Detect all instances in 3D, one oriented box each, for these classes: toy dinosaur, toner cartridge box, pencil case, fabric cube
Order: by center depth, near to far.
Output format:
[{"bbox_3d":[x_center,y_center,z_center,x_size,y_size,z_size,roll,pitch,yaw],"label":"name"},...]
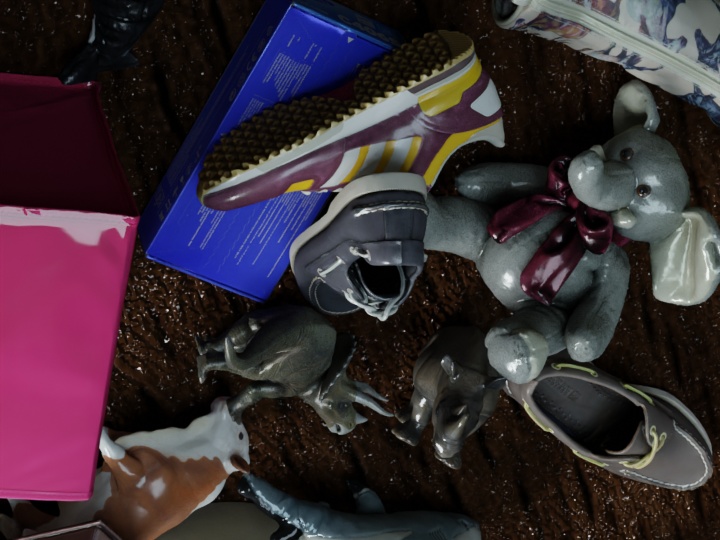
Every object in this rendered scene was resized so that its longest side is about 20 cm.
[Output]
[{"bbox_3d":[-0.255,0.003,1.611,0.200,0.196,0.200,4,117,-16],"label":"fabric cube"},{"bbox_3d":[0.176,-0.161,1.685,0.200,0.089,0.078,22,109,-24],"label":"pencil case"},{"bbox_3d":[-0.057,-0.082,1.699,0.095,0.043,0.200,22,112,-26],"label":"toner cartridge box"},{"bbox_3d":[-0.054,0.051,1.740,0.102,0.077,0.200,-20,154,5],"label":"toy dinosaur"}]

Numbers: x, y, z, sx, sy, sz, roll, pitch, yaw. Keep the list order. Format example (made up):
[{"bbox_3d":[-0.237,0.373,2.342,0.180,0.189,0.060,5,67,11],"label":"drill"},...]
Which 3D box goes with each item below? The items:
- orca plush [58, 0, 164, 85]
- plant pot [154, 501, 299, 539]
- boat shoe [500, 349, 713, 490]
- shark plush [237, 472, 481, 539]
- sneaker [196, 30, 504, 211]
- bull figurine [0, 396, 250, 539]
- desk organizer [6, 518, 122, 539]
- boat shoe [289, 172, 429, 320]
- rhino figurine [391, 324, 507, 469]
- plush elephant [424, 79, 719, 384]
[{"bbox_3d":[-0.149,-0.199,1.591,0.105,0.071,0.200,13,116,-21],"label":"orca plush"},{"bbox_3d":[-0.092,0.285,1.853,0.200,0.135,0.200,-6,122,-10],"label":"plant pot"},{"bbox_3d":[0.181,0.109,1.862,0.200,0.060,0.072,34,106,-28],"label":"boat shoe"},{"bbox_3d":[-0.003,0.187,1.855,0.200,0.083,0.091,16,148,-16],"label":"shark plush"},{"bbox_3d":[-0.003,-0.070,1.651,0.200,0.075,0.090,-25,118,2],"label":"sneaker"},{"bbox_3d":[-0.169,0.152,1.797,0.121,0.065,0.200,38,105,-26],"label":"bull figurine"},{"bbox_3d":[-0.237,0.234,1.762,0.200,0.077,0.072,-15,133,35],"label":"desk organizer"},{"bbox_3d":[0.000,0.000,1.667,0.073,0.063,0.200,-2,161,-14],"label":"boat shoe"},{"bbox_3d":[0.062,0.082,1.747,0.060,0.200,0.088,26,94,-2],"label":"rhino figurine"},{"bbox_3d":[0.150,-0.033,1.717,0.200,0.165,0.155,0,139,-47],"label":"plush elephant"}]
